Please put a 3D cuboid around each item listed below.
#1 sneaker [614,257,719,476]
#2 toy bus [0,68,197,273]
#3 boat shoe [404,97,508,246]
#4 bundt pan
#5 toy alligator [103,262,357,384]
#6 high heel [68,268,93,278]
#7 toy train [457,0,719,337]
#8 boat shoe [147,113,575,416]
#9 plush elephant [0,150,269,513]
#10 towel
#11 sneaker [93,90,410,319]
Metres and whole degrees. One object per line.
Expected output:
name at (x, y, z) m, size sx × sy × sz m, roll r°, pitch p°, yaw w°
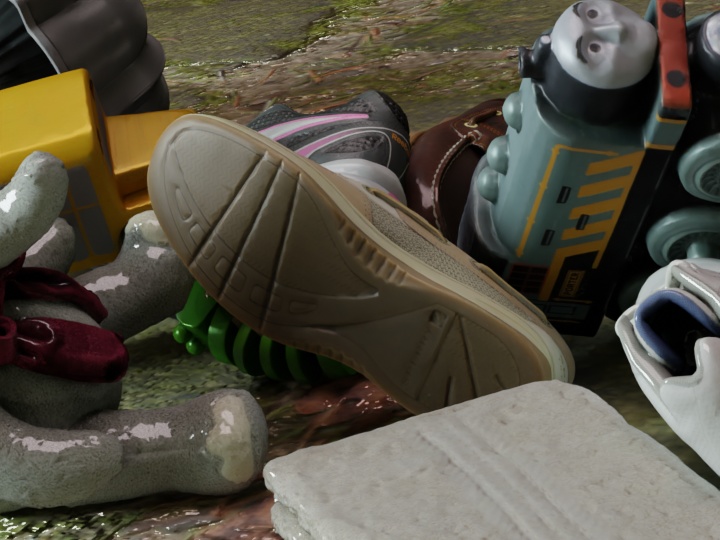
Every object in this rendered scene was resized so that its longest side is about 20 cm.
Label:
sneaker at (0.132, 0.026, 0.852) m, size 0.075 × 0.087 × 0.200 m, roll -49°, pitch 14°, yaw 6°
toy bus at (-0.168, -0.034, 1.060) m, size 0.199 × 0.079 × 0.065 m, roll -15°, pitch 43°, yaw 1°
boat shoe at (0.065, -0.049, 1.189) m, size 0.070 × 0.071 × 0.200 m, roll -9°, pitch 17°, yaw 19°
bundt pan at (-0.173, -0.123, 1.217) m, size 0.076 × 0.203 × 0.201 m, roll -38°, pitch 28°, yaw -25°
toy alligator at (-0.058, 0.020, 1.070) m, size 0.199 × 0.059 × 0.055 m, roll 7°, pitch 67°, yaw 30°
high heel at (-0.229, 0.032, 1.128) m, size 0.199 × 0.068 × 0.096 m, roll -31°, pitch 33°, yaw -18°
toy train at (0.106, -0.040, 0.965) m, size 0.113 × 0.200 × 0.086 m, roll 4°, pitch 59°, yaw -6°
boat shoe at (0.000, 0.000, 0.974) m, size 0.199 × 0.072 × 0.065 m, roll 32°, pitch 21°, yaw 14°
plush elephant at (-0.157, 0.013, 0.948) m, size 0.199 × 0.155 × 0.165 m, roll -18°, pitch 41°, yaw 2°
towel at (0.050, 0.093, 0.814) m, size 0.132 × 0.035 × 0.200 m, roll -16°, pitch 19°, yaw -12°
sneaker at (-0.052, -0.035, 1.137) m, size 0.199 × 0.080 × 0.087 m, roll -8°, pitch 49°, yaw 32°
